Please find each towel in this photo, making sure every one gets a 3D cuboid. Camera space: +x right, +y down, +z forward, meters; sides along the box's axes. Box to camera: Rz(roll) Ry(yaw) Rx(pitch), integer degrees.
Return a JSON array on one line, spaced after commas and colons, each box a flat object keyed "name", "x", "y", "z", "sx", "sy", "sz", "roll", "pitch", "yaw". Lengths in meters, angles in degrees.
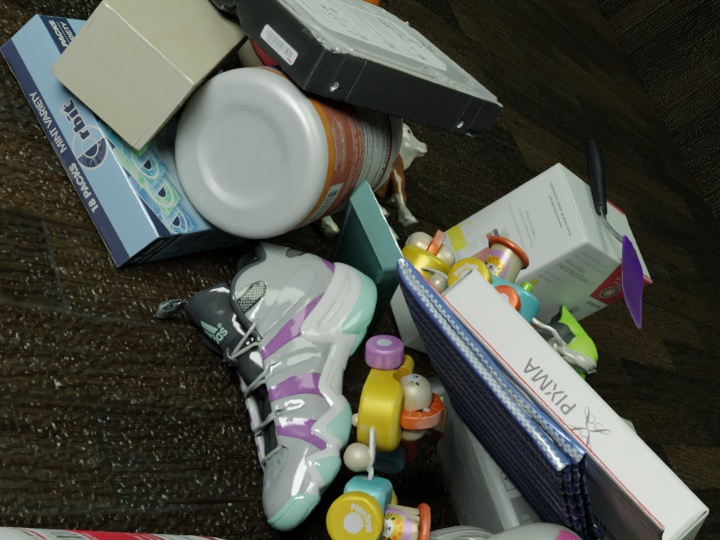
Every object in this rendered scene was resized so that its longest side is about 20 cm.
[{"name": "towel", "x": 0.083, "y": 0.084, "z": 0.633, "sx": 0.145, "sy": 0.024, "sz": 0.200, "roll": 50, "pitch": -7, "yaw": 29}]

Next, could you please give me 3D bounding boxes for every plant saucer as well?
[{"name": "plant saucer", "x": 0.000, "y": 0.000, "z": 0.855, "sx": 0.070, "sy": 0.019, "sz": 0.200, "roll": 64, "pitch": -14, "yaw": 13}]

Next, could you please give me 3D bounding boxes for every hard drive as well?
[{"name": "hard drive", "x": -0.001, "y": -0.159, "z": 0.804, "sx": 0.199, "sy": 0.038, "sz": 0.140, "roll": 8, "pitch": 32, "yaw": -48}]

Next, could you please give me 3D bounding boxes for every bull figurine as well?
[{"name": "bull figurine", "x": 0.005, "y": -0.092, "z": 1.050, "sx": 0.199, "sy": 0.065, "sz": 0.122, "roll": 1, "pitch": 65, "yaw": -57}]

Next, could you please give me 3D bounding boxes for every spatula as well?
[{"name": "spatula", "x": 0.214, "y": -0.042, "z": 0.952, "sx": 0.057, "sy": 0.020, "sz": 0.201, "roll": 53, "pitch": 22, "yaw": -43}]

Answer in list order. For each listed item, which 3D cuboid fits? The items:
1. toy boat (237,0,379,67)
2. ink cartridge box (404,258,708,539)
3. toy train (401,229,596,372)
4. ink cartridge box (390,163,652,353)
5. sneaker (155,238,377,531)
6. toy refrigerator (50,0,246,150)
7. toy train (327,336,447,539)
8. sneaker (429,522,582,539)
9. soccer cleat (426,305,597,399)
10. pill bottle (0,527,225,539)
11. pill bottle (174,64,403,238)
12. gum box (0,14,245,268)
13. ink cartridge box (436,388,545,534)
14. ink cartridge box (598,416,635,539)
[{"name": "toy boat", "x": -0.036, "y": -0.240, "z": 1.071, "sx": 0.130, "sy": 0.130, "sz": 0.201, "roll": 40, "pitch": 30, "yaw": -32}, {"name": "ink cartridge box", "x": 0.115, "y": 0.079, "z": 0.651, "sx": 0.200, "sy": 0.045, "sz": 0.176, "roll": 47, "pitch": -8, "yaw": 24}, {"name": "toy train", "x": 0.095, "y": 0.016, "z": 0.850, "sx": 0.150, "sy": 0.056, "sz": 0.200, "roll": 32, "pitch": -8, "yaw": -26}, {"name": "ink cartridge box", "x": 0.142, "y": 0.006, "z": 1.029, "sx": 0.145, "sy": 0.199, "sz": 0.084, "roll": 23, "pitch": 44, "yaw": -50}, {"name": "sneaker", "x": -0.073, "y": 0.062, "z": 0.739, "sx": 0.139, "sy": 0.078, "sz": 0.201, "roll": 25, "pitch": 48, "yaw": -17}, {"name": "toy refrigerator", "x": -0.131, "y": -0.160, "z": 0.778, "sx": 0.076, "sy": 0.070, "sz": 0.200, "roll": 42, "pitch": 26, "yaw": -11}, {"name": "toy train", "x": 0.024, "y": 0.129, "z": 0.696, "sx": 0.151, "sy": 0.055, "sz": 0.201, "roll": 85, "pitch": 15, "yaw": -48}, {"name": "sneaker", "x": 0.065, "y": 0.187, "z": 0.669, "sx": 0.081, "sy": 0.200, "sz": 0.089, "roll": 32, "pitch": 46, "yaw": -13}, {"name": "soccer cleat", "x": 0.111, "y": 0.084, "z": 0.964, "sx": 0.198, "sy": 0.068, "sz": 0.081, "roll": -13, "pitch": 59, "yaw": -25}, {"name": "pill bottle", "x": -0.100, "y": 0.174, "z": 0.495, "sx": 0.199, "sy": 0.112, "sz": 0.113, "roll": 21, "pitch": 43, "yaw": -52}, {"name": "pill bottle", "x": -0.040, "y": -0.094, "z": 0.814, "sx": 0.113, "sy": 0.112, "sz": 0.200, "roll": 57, "pitch": 24, "yaw": 2}, {"name": "gum box", "x": -0.142, "y": -0.096, "z": 0.812, "sx": 0.171, "sy": 0.044, "sz": 0.200, "roll": 61, "pitch": 26, "yaw": 7}, {"name": "ink cartridge box", "x": 0.104, "y": 0.177, "z": 0.815, "sx": 0.201, "sy": 0.047, "sz": 0.161, "roll": 84, "pitch": -13, "yaw": -61}, {"name": "ink cartridge box", "x": 0.208, "y": 0.203, "z": 1.054, "sx": 0.199, "sy": 0.083, "sz": 0.148, "roll": 25, "pitch": 39, "yaw": -49}]
